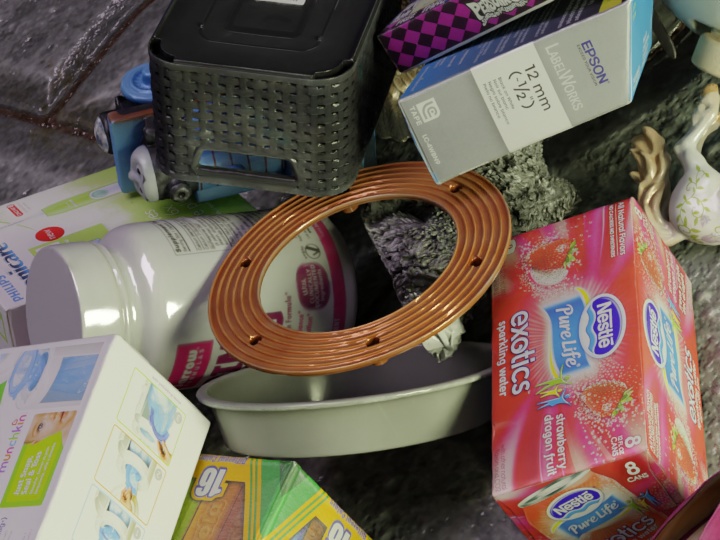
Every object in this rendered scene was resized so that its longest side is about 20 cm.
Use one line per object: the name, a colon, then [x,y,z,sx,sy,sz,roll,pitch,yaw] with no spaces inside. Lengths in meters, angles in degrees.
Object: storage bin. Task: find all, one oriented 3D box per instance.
storage bin: [-0.053,-0.148,1.445,0.135,0.094,0.200,7,39,10]

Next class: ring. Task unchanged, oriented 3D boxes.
ring: [0.000,0.000,1.341,0.200,0.019,0.201,-15,36,12]

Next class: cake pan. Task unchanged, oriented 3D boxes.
cake pan: [-0.001,0.079,1.340,0.199,0.037,0.200,-7,6,1]

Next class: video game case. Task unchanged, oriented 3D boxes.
video game case: [0.126,-0.215,1.396,0.200,0.036,0.181,-22,19,45]

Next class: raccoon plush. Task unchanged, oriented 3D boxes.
raccoon plush: [0.088,-0.013,1.396,0.134,0.097,0.200,-30,34,4]

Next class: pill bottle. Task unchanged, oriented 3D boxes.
pill bottle: [-0.112,0.022,1.434,0.199,0.114,0.113,-7,26,-30]

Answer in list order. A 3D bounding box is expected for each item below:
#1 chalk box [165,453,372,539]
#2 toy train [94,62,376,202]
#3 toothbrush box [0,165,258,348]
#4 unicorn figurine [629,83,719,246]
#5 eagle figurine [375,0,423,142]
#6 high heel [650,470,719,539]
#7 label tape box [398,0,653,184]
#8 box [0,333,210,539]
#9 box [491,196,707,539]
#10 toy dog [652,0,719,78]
chalk box: [-0.090,0.225,1.290,0.124,0.124,0.200,0,53,39]
toy train: [-0.086,-0.104,1.538,0.199,0.087,0.114,-14,43,-12]
toothbrush box: [-0.181,0.000,1.548,0.199,0.086,0.146,-21,34,-21]
unicorn figurine: [0.256,-0.055,1.334,0.200,0.074,0.138,-20,50,44]
eagle figurine: [0.031,-0.214,1.618,0.150,0.152,0.200,-13,37,1]
high heel: [0.143,0.175,1.172,0.200,0.096,0.067,-27,41,16]
label tape box: [0.135,-0.136,1.364,0.199,0.066,0.143,-20,14,19]
box: [-0.184,0.150,1.259,0.112,0.101,0.201,-9,50,34]
box: [0.140,0.067,1.279,0.099,0.096,0.200,-19,43,23]
toy dog: [0.236,-0.194,1.455,0.132,0.096,0.200,-54,45,28]
